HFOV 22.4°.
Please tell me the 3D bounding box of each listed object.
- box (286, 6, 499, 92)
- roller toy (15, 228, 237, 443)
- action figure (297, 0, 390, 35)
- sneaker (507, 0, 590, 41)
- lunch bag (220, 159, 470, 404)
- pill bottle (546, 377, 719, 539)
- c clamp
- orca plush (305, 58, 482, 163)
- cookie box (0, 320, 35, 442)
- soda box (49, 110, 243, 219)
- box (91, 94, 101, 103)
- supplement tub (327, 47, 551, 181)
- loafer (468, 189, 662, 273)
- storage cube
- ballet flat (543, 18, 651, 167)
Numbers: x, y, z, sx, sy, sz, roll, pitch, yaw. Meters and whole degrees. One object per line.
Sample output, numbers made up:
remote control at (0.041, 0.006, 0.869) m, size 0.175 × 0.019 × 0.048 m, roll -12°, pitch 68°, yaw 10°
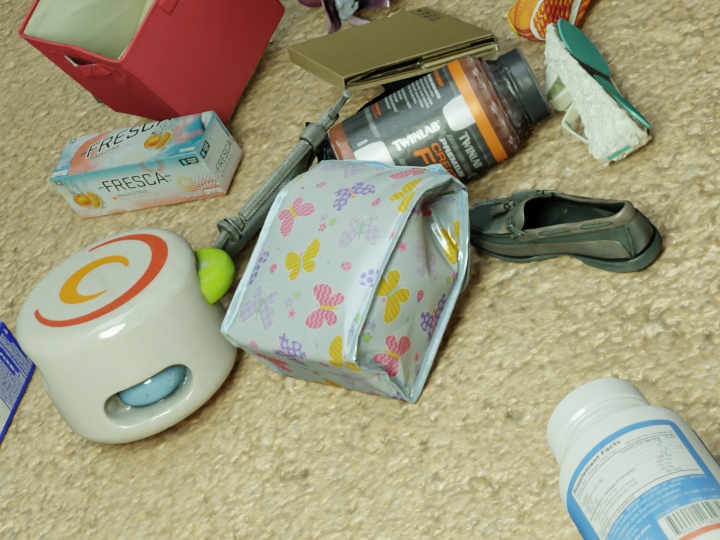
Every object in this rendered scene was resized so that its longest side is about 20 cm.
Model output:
box at (0.028, -0.224, 1.830) m, size 0.163 × 0.021 × 0.200 m, roll -18°, pitch 21°, yaw -13°
roller toy at (-0.213, 0.064, 1.677) m, size 0.199 × 0.140 × 0.183 m, roll -1°, pitch 37°, yaw 37°
action figure at (-0.024, -0.318, 2.014) m, size 0.134 × 0.150 × 0.200 m, roll -15°, pitch 11°, yaw -24°
sneaker at (0.223, -0.310, 1.830) m, size 0.200 × 0.073 × 0.077 m, roll -42°, pitch 29°, yaw -15°
lunch bag at (0.000, 0.000, 1.596) m, size 0.169 × 0.127 × 0.201 m, roll 7°, pitch 71°, yaw 41°
pill bottle at (0.209, 0.167, 1.294) m, size 0.112 × 0.112 × 0.200 m, roll -31°, pitch 37°, yaw 2°
c clamp at (-0.087, -0.080, 1.753) m, size 0.200 × 0.027 × 0.171 m, roll -51°, pitch -2°, yaw -14°
orca plush at (0.031, -0.175, 1.817) m, size 0.199 × 0.071 × 0.105 m, roll -15°, pitch 42°, yaw 22°
cookie box at (-0.435, 0.154, 1.786) m, size 0.171 × 0.075 × 0.200 m, roll -7°, pitch 44°, yaw 29°
soda box at (-0.229, -0.111, 1.929) m, size 0.199 × 0.068 × 0.064 m, roll -8°, pitch 45°, yaw 30°
box at (-0.206, -0.289, 2.125) m, size 0.199 × 0.050 × 0.199 m, roll -5°, pitch 45°, yaw 32°
supplement tub at (0.077, -0.132, 1.711) m, size 0.199 × 0.107 × 0.107 m, roll -28°, pitch 38°, yaw 7°
loafer at (0.170, -0.047, 1.589) m, size 0.199 × 0.063 × 0.072 m, roll 9°, pitch 54°, yaw 40°
storage cube at (-0.219, -0.269, 1.945) m, size 0.171 × 0.180 × 0.201 m, roll 18°, pitch 76°, yaw 38°
ballet flat at (0.205, -0.165, 1.693) m, size 0.072 × 0.072 × 0.200 m, roll -29°, pitch 38°, yaw 5°
